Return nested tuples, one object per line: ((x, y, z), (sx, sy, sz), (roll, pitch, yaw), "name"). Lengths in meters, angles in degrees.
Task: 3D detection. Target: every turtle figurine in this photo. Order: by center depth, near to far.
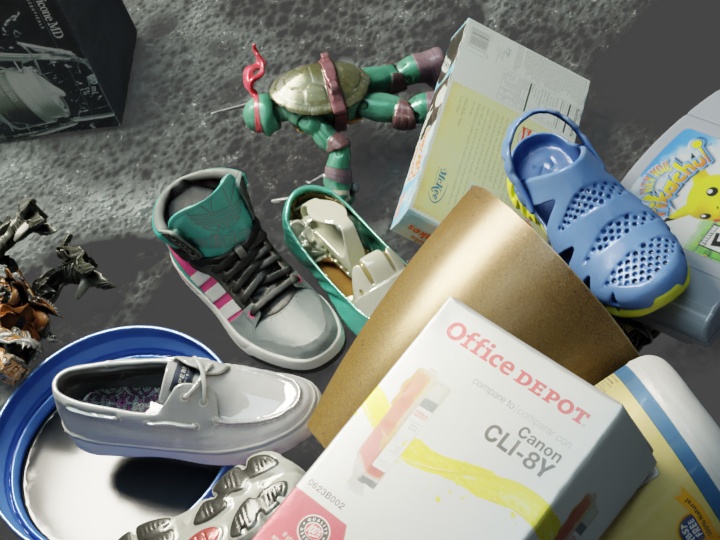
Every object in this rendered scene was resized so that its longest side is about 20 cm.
((-0.021, -0.127, 1.500), (0.199, 0.101, 0.150), (-11, 57, -3), "turtle figurine")

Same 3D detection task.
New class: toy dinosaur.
((-0.288, 0.014, 1.472), (0.136, 0.102, 0.200), (-44, 55, 0), "toy dinosaur")

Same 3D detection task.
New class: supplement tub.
((0.146, 0.164, 1.176), (0.200, 0.145, 0.145), (-34, 50, 2), "supplement tub")

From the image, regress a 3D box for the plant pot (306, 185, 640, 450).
((0.067, 0.076, 1.270), (0.200, 0.186, 0.186), (-41, 52, -4), "plant pot")

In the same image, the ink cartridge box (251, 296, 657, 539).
((0.055, 0.137, 1.089), (0.145, 0.083, 0.200), (33, 78, 34), "ink cartridge box")

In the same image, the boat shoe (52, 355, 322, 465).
((-0.127, 0.091, 1.323), (0.199, 0.069, 0.072), (3, 54, 19), "boat shoe")

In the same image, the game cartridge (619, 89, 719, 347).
((0.249, -0.044, 1.306), (0.133, 0.041, 0.200), (23, 65, 42), "game cartridge")

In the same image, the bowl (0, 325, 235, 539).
((-0.181, 0.134, 1.376), (0.200, 0.039, 0.201), (-9, 51, 11), "bowl")

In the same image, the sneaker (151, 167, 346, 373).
((-0.092, -0.012, 1.411), (0.084, 0.121, 0.200), (-40, 53, -16), "sneaker")

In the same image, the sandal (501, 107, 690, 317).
((0.153, -0.045, 1.271), (0.079, 0.087, 0.200), (-35, 47, -7), "sandal")

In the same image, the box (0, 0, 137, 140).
((-0.322, -0.220, 1.593), (0.196, 0.200, 0.124), (-7, 53, 12), "box")

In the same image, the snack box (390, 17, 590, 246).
((0.104, -0.091, 1.430), (0.116, 0.037, 0.200), (26, 56, -11), "snack box")

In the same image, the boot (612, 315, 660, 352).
((0.249, 0.008, 1.329), (0.174, 0.069, 0.200), (-38, 41, -15), "boot")

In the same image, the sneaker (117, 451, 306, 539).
((-0.106, 0.211, 1.275), (0.200, 0.083, 0.081), (-32, 39, 11), "sneaker")

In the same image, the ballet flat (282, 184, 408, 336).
((0.000, 0.000, 1.406), (0.067, 0.071, 0.200), (-36, 52, -14), "ballet flat")
